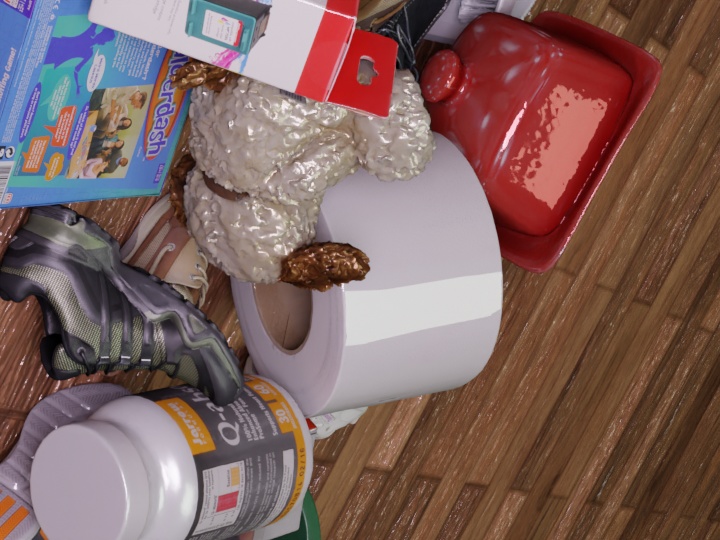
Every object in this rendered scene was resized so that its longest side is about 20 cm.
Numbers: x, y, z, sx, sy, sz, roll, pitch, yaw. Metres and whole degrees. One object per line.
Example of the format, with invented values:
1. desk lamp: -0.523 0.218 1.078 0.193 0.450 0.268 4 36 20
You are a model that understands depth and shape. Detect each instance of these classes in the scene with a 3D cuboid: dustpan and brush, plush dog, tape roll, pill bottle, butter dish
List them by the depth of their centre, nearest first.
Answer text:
1. plush dog: -0.066 -0.071 1.477 0.160 0.199 0.173 -16 126 -40
2. pill bottle: -0.134 0.142 1.564 0.199 0.116 0.117 -8 124 -54
3. tape roll: 0.000 0.000 1.669 0.138 0.203 0.204 -9 128 -27
4. butter dish: 0.110 -0.129 1.755 0.147 0.200 0.201 28 95 -33
5. dustpan and brush: 0.134 -0.269 1.821 0.139 0.057 0.201 0 116 -59

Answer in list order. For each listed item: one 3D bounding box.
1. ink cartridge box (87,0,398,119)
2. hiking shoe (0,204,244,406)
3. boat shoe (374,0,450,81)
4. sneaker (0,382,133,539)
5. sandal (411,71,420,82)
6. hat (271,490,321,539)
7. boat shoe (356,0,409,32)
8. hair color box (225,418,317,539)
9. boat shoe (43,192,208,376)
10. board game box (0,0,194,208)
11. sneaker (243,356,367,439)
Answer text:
1. ink cartridge box: -0.062 -0.177 1.385 0.117 0.198 0.068 -82 -167 -57
2. hiking shoe: -0.172 0.043 1.517 0.101 0.200 0.076 -51 -163 -6
3. boat shoe: 0.016 -0.169 1.721 0.200 0.062 0.075 -45 148 -29
4. sneaker: -0.239 0.168 1.624 0.200 0.077 0.112 -40 162 -42
5. sandal: 0.005 -0.072 1.803 0.201 0.054 0.082 -54 152 -12
6. hat: -0.145 0.256 1.905 0.164 0.176 0.202 14 74 -30
7. boat shoe: 0.003 -0.213 1.617 0.072 0.072 0.200 -42 -179 42
8. hair color box: -0.137 0.177 1.749 0.199 0.064 0.112 -15 131 -33
9. boat shoe: -0.144 0.009 1.611 0.200 0.071 0.076 -46 150 -25
10. board game box: -0.184 -0.120 1.446 0.199 0.045 0.153 -7 123 -57
11. sneaker: -0.038 0.107 1.884 0.199 0.075 0.100 -1 117 -59
